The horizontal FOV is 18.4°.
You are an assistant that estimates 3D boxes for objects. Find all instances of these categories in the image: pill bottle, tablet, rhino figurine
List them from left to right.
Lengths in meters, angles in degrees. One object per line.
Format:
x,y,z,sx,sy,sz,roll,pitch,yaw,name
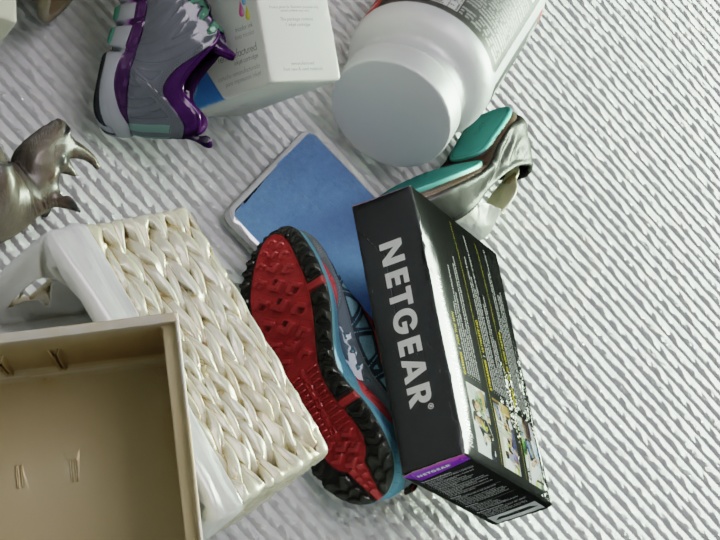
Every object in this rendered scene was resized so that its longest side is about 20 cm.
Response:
-0.246,-0.059,1.395,0.200,0.060,0.088,-8,86,-43,rhino figurine
0.000,0.000,1.596,0.200,0.014,0.130,46,43,-6,tablet
0.059,-0.173,1.689,0.116,0.116,0.200,42,43,-9,pill bottle

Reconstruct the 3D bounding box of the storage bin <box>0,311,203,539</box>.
-0.185,0.139,1.195,0.200,0.094,0.199,-7,78,-4,storage bin

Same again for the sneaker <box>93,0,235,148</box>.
-0.120,-0.184,1.513,0.087,0.074,0.200,11,92,5,sneaker

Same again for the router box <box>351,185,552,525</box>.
0.063,0.059,1.517,0.149,0.051,0.200,35,39,-57,router box

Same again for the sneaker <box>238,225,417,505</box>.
-0.016,0.065,1.510,0.095,0.079,0.200,1,64,-59,sneaker

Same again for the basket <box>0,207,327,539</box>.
-0.131,0.074,1.348,0.123,0.136,0.200,-23,78,-48,basket

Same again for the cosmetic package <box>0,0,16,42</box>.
-0.325,-0.181,1.385,0.200,0.105,0.071,14,52,-31,cosmetic package

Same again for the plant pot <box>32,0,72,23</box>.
-0.237,-0.299,1.494,0.183,0.200,0.201,32,45,-4,plant pot

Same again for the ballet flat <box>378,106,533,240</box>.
0.082,-0.061,1.666,0.200,0.068,0.068,-39,111,-50,ballet flat

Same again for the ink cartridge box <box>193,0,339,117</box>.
-0.089,-0.216,1.556,0.067,0.116,0.200,-7,84,-41,ink cartridge box
